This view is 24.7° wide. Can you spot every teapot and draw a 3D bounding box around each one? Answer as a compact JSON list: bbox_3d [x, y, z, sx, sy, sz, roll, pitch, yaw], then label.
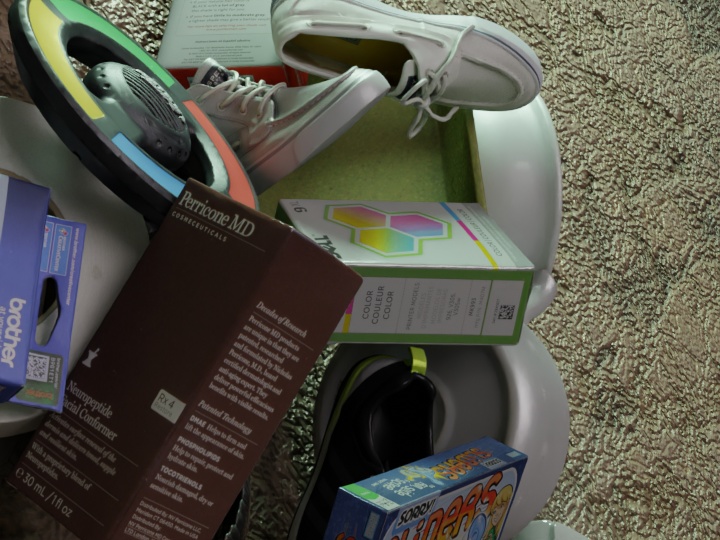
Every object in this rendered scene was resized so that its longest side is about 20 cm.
[{"bbox_3d":[0.071,0.119,1.168,0.146,0.199,0.198,24,38,-55],"label":"teapot"}]

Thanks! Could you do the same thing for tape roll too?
[{"bbox_3d":[-0.219,-0.004,0.946,0.201,0.037,0.204,7,68,-18],"label":"tape roll"}]

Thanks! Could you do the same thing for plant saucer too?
[{"bbox_3d":[-0.011,-0.075,1.212,0.048,0.198,0.201,72,11,-64],"label":"plant saucer"}]

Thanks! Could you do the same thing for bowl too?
[{"bbox_3d":[0.076,-0.054,1.288,0.090,0.201,0.202,2,64,-20],"label":"bowl"}]

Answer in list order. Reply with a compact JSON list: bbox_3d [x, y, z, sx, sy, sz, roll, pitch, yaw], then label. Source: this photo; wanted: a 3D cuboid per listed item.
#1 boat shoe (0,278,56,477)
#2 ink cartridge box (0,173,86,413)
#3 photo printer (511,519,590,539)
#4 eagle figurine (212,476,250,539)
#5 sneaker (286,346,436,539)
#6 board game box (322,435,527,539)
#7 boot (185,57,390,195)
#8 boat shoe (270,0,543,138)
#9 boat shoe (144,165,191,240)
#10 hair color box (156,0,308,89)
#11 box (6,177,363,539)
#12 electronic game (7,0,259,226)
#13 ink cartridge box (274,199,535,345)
[{"bbox_3d":[-0.206,0.026,0.988,0.057,0.067,0.201,20,58,-47],"label":"boat shoe"},{"bbox_3d":[-0.237,-0.003,0.862,0.199,0.042,0.120,17,62,-28],"label":"ink cartridge box"},{"bbox_3d":[0.171,0.311,1.244,0.166,0.069,0.201,35,45,-30],"label":"photo printer"},{"bbox_3d":[-0.096,0.200,0.964,0.151,0.152,0.200,43,42,9],"label":"eagle figurine"},{"bbox_3d":[0.004,0.146,1.035,0.071,0.083,0.202,11,85,-23],"label":"sneaker"},{"bbox_3d":[0.028,0.179,0.980,0.200,0.034,0.136,-8,117,-61],"label":"board game box"},{"bbox_3d":[-0.076,-0.104,1.108,0.096,0.200,0.074,55,34,-3],"label":"boot"},{"bbox_3d":[0.034,-0.137,1.129,0.201,0.075,0.086,17,43,-17],"label":"boat shoe"},{"bbox_3d":[-0.137,-0.032,1.102,0.201,0.074,0.060,60,32,-16],"label":"boat shoe"},{"bbox_3d":[-0.083,-0.201,1.229,0.061,0.101,0.201,75,19,-50],"label":"hair color box"},{"bbox_3d":[-0.096,0.061,0.902,0.075,0.100,0.201,38,80,-45],"label":"box"},{"bbox_3d":[-0.135,-0.094,1.001,0.200,0.042,0.200,44,15,-15],"label":"electronic game"},{"bbox_3d":[0.000,0.000,1.058,0.199,0.060,0.104,1,24,-19],"label":"ink cartridge box"}]
